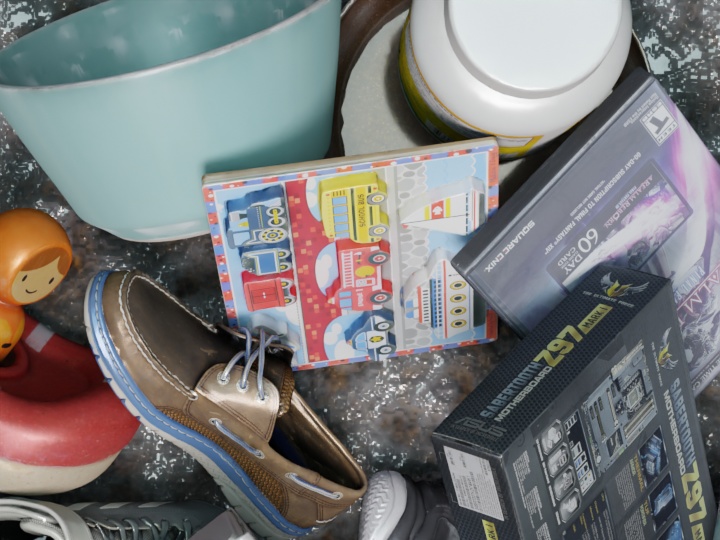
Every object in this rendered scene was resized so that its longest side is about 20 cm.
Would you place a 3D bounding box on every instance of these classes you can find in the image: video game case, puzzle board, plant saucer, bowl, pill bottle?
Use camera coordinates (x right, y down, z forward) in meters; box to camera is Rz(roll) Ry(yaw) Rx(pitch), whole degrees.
[{"bbox_3d":[0.150,0.001,1.186,0.143,0.019,0.200,-46,130,-1],"label":"video game case"},{"bbox_3d":[0.000,0.000,1.164,0.150,0.200,0.017,-7,59,-1],"label":"puzzle board"},{"bbox_3d":[0.068,-0.085,1.237,0.199,0.034,0.202,0,91,-1],"label":"plant saucer"},{"bbox_3d":[-0.094,-0.085,1.170,0.200,0.201,0.106,-16,111,-1],"label":"bowl"},{"bbox_3d":[0.078,-0.121,1.119,0.112,0.200,0.114,0,88,-1],"label":"pill bottle"}]

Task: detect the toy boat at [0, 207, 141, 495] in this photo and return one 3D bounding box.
[{"bbox_3d":[-0.199,0.025,1.174,0.200,0.131,0.131,35,109,-2],"label":"toy boat"}]

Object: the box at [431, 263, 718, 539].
[{"bbox_3d":[0.121,0.122,1.150,0.158,0.051,0.201,-42,130,-34],"label":"box"}]

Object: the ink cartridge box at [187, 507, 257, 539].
[{"bbox_3d":[-0.062,0.247,1.125,0.145,0.084,0.200,-37,98,-5],"label":"ink cartridge box"}]

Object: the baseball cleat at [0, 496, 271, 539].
[{"bbox_3d":[-0.136,0.157,1.178,0.199,0.106,0.070,1,82,-16],"label":"baseball cleat"}]

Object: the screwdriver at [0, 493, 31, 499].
[{"bbox_3d":[-0.139,0.175,1.239,0.199,0.028,0.029,31,118,-3],"label":"screwdriver"}]

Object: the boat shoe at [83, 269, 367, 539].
[{"bbox_3d":[-0.068,0.064,1.182,0.072,0.072,0.200,-23,126,28],"label":"boat shoe"}]

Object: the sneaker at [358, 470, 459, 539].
[{"bbox_3d":[0.055,0.212,1.217,0.113,0.075,0.201,0,91,-2],"label":"sneaker"}]

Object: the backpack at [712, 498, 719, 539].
[{"bbox_3d":[0.263,0.161,1.162,0.150,0.200,0.179,9,95,2],"label":"backpack"}]
